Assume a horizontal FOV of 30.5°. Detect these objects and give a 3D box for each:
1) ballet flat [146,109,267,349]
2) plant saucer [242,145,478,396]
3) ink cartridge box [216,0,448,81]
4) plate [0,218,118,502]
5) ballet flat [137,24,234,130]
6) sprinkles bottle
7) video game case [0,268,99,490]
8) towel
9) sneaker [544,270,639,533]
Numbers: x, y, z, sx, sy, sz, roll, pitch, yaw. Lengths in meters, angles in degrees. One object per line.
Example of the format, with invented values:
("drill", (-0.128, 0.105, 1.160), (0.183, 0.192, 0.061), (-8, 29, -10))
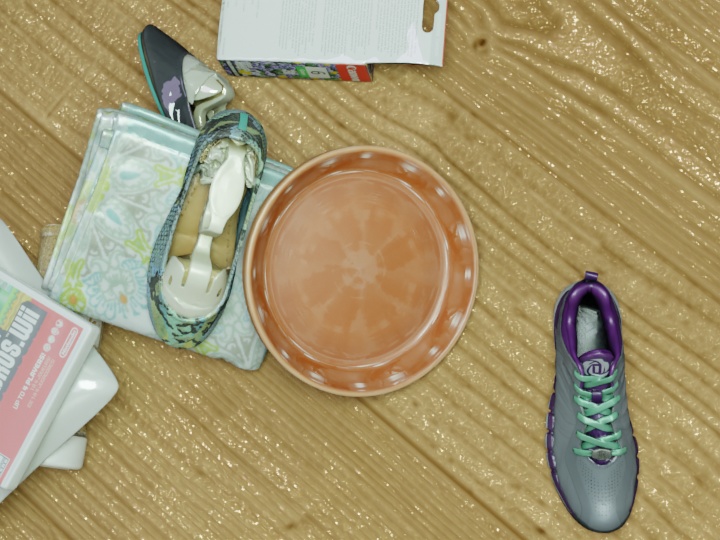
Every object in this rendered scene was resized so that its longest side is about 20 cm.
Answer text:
("ballet flat", (-0.122, -0.026, 1.027), (0.073, 0.074, 0.203), (18, 104, 12))
("plant saucer", (0.000, 0.000, 1.072), (0.197, 0.032, 0.203), (-2, 97, -18))
("ink cartridge box", (-0.021, -0.224, 1.148), (0.197, 0.050, 0.111), (4, 80, 9))
("plate", (-0.325, 0.087, 1.085), (0.200, 0.032, 0.200), (-42, 71, 5))
("ballet flat", (-0.134, -0.124, 1.136), (0.072, 0.073, 0.203), (-17, 83, 5))
("sprinkles bottle", (-0.255, 0.065, 1.121), (0.067, 0.068, 0.203), (5, 80, 10))
("video game case", (-0.320, 0.064, 1.061), (0.198, 0.017, 0.144), (28, 88, 21))
("towel", (-0.145, -0.027, 1.083), (0.198, 0.048, 0.173), (20, 103, -14))
("sneaker", (0.178, 0.103, 1.035), (0.073, 0.088, 0.203), (-6, 78, 8))
